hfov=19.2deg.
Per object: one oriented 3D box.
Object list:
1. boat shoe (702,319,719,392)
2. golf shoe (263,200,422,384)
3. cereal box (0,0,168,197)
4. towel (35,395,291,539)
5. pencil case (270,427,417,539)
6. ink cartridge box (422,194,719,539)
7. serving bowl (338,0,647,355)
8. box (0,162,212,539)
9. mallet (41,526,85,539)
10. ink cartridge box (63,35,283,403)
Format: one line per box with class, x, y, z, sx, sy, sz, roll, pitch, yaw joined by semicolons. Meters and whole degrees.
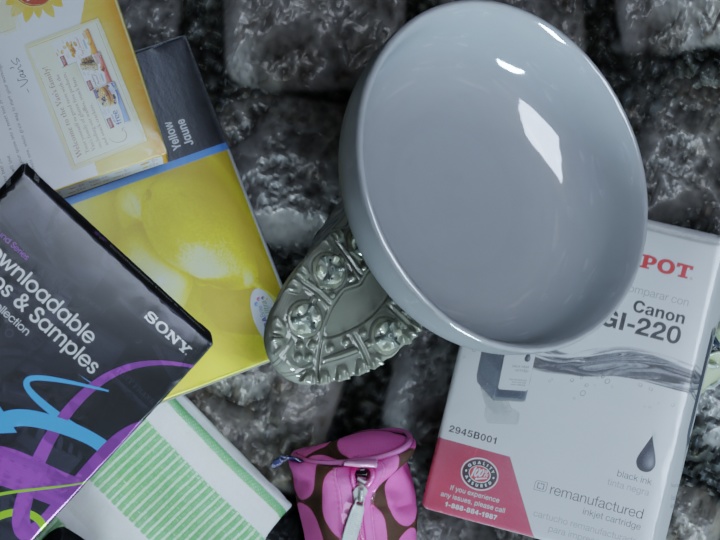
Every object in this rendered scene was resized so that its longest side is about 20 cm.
boat shoe;0.211;0.039;1.338;0.200;0.062;0.072;-37;102;-10
golf shoe;0.000;0.000;1.233;0.078;0.097;0.200;52;54;-12
cereal box;-0.222;-0.098;1.178;0.199;0.040;0.145;-18;86;-5
towel;-0.149;0.163;1.237;0.153;0.023;0.200;45;68;-14
pencil case;0.003;0.198;1.270;0.090;0.094;0.202;-9;96;-14
ink cartridge box;0.132;0.063;1.279;0.145;0.085;0.202;13;87;13
serving bowl;0.065;-0.046;1.191;0.199;0.066;0.202;11;70;-32
box;-0.197;0.063;1.157;0.143;0.036;0.200;42;91;-14
mallet;-0.192;0.244;1.184;0.066;0.041;0.201;32;78;-21
ink cartridge box;-0.158;-0.011;1.219;0.199;0.047;0.199;-21;88;-16
